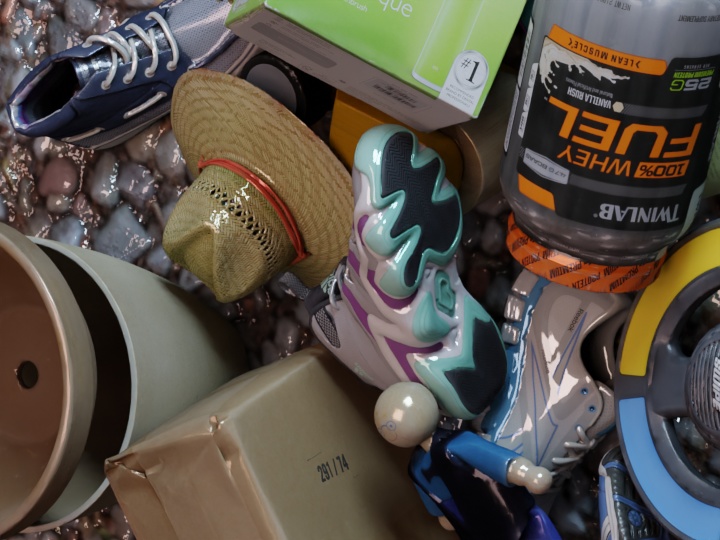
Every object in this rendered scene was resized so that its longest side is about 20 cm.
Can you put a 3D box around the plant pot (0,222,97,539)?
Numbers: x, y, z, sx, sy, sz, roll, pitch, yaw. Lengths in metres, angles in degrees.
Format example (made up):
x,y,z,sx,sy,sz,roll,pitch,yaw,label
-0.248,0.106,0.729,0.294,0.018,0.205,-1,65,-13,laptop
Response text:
x,y,z,sx,sy,sz,roll,pitch,yaw,label
-0.229,0.067,1.582,0.200,0.092,0.203,0,89,31,plant pot

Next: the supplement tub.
x,y,z,sx,sy,sz,roll,pitch,yaw,label
0.150,-0.097,1.498,0.122,0.122,0.201,25,120,28,supplement tub

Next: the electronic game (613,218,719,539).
x,y,z,sx,sy,sz,roll,pitch,yaw,label
0.221,0.068,1.504,0.199,0.041,0.202,-10,78,50,electronic game

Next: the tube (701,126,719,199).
x,y,z,sx,sy,sz,roll,pitch,yaw,label
0.204,-0.071,1.581,0.199,0.052,0.058,-22,121,26,tube

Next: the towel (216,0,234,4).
x,y,z,sx,sy,sz,roll,pitch,yaw,label
-0.020,-0.243,1.624,0.200,0.148,0.037,-41,94,-6,towel

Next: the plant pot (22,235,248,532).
x,y,z,sx,sy,sz,roll,pitch,yaw,label
-0.167,0.070,1.714,0.186,0.200,0.189,1,91,31,plant pot

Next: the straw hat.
x,y,z,sx,sy,sz,roll,pitch,yaw,label
-0.081,-0.027,1.662,0.200,0.202,0.085,33,63,27,straw hat

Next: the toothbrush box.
x,y,z,sx,sy,sz,roll,pitch,yaw,label
0.031,-0.204,1.512,0.201,0.145,0.086,-66,17,-13,toothbrush box

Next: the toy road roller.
x,y,z,sx,sy,sz,roll,pitch,yaw,label
0.027,-0.141,1.615,0.199,0.123,0.147,31,130,26,toy road roller

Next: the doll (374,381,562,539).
x,y,z,sx,sy,sz,roll,pitch,yaw,label
0.082,0.147,1.548,0.200,0.048,0.136,51,152,3,doll

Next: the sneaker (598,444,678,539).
x,y,z,sx,sy,sz,roll,pitch,yaw,label
0.176,0.205,1.580,0.077,0.075,0.201,-37,57,50,sneaker

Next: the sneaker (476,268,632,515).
x,y,z,sx,sy,sz,roll,pitch,yaw,label
0.123,0.098,1.611,0.086,0.075,0.202,14,98,31,sneaker

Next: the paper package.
x,y,z,sx,sy,sz,roll,pitch,yaw,label
-0.042,0.159,1.619,0.103,0.200,0.192,-23,95,28,paper package

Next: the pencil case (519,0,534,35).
x,y,z,sx,sy,sz,roll,pitch,yaw,label
0.180,-0.198,1.566,0.199,0.092,0.086,-19,80,29,pencil case

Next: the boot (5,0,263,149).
x,y,z,sx,sy,sz,roll,pitch,yaw,label
-0.148,-0.143,1.765,0.199,0.090,0.073,-35,73,27,boot

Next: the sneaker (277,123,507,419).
x,y,z,sx,sy,sz,roll,pitch,yaw,label
0.000,0.000,1.578,0.139,0.078,0.201,7,125,41,sneaker
